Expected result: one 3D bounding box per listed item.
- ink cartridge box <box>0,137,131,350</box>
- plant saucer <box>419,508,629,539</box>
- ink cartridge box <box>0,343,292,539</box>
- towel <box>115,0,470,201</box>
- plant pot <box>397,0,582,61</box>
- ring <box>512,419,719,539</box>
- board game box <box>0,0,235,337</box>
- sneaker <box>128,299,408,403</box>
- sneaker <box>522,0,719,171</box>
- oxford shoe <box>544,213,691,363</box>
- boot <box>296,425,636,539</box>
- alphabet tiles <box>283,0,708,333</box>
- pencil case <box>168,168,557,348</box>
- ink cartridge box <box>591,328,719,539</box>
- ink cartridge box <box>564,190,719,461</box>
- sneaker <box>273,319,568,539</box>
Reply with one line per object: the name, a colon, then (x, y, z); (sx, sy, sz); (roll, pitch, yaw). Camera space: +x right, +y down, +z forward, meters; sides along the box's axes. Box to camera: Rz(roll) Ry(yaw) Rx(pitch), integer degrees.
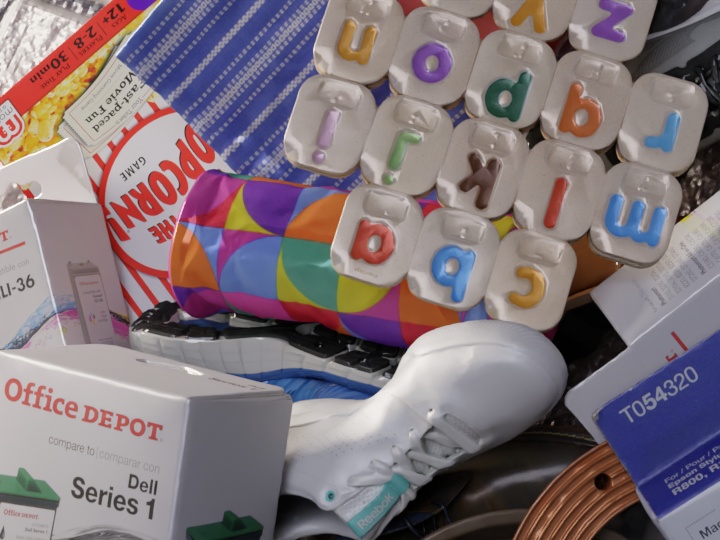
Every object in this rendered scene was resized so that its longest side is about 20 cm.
ink cartridge box: (-0.194, 0.034, 1.541); (0.116, 0.067, 0.200); (-21, 77, 31)
plant saucer: (0.079, 0.218, 1.392); (0.200, 0.029, 0.200); (-1, 93, -9)
ink cartridge box: (-0.125, 0.146, 1.400); (0.146, 0.084, 0.200); (11, 95, 38)
towel: (-0.025, -0.089, 1.469); (0.200, 0.024, 0.145); (45, 126, -1)
plant pot: (0.059, -0.180, 1.492); (0.200, 0.200, 0.177); (-45, 75, 2)
ring: (0.164, 0.174, 1.381); (0.200, 0.019, 0.201); (0, 91, -9)
board game box: (-0.109, -0.059, 1.584); (0.151, 0.046, 0.200); (-41, 65, 4)
sneaker: (-0.027, 0.069, 1.491); (0.200, 0.079, 0.089); (7, 115, 20)
sneaker: (0.170, -0.096, 1.448); (0.200, 0.079, 0.074); (-32, 103, -6)
oxford shoe: (0.143, -0.010, 1.468); (0.200, 0.071, 0.071); (-23, 64, 13)
boot: (0.052, 0.140, 1.428); (0.200, 0.097, 0.075); (-13, 114, 23)
alphabet tiles: (0.068, -0.073, 1.383); (0.200, 0.015, 0.196); (16, 77, 3)
pencil case: (0.000, 0.000, 1.440); (0.200, 0.088, 0.088); (12, 78, 22)
ink cartridge box: (0.248, 0.103, 1.350); (0.196, 0.043, 0.200); (-34, 98, 2)
ink cartridge box: (0.201, 0.026, 1.402); (0.200, 0.115, 0.068); (-38, 29, 5)
sneaker: (0.019, 0.095, 1.382); (0.200, 0.075, 0.089); (-27, 29, 34)
